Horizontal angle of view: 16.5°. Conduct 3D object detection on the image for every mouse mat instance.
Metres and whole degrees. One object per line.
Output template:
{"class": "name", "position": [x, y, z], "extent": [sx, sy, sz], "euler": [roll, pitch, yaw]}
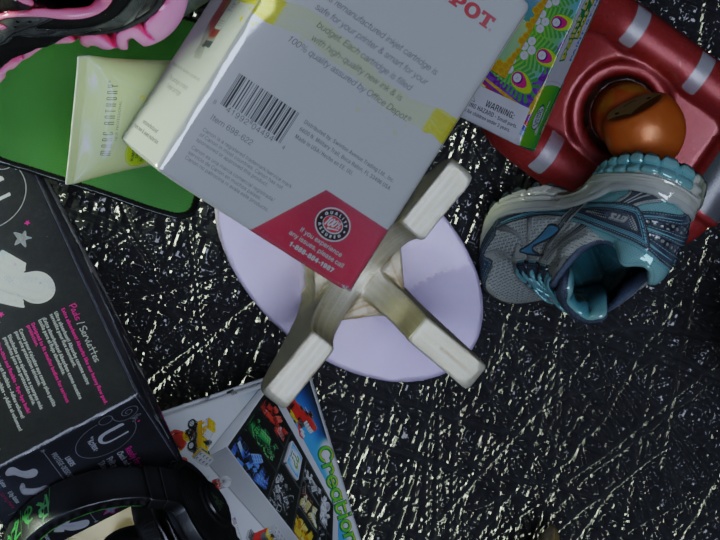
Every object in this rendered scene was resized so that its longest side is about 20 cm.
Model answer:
{"class": "mouse mat", "position": [-0.182, -0.119, 1.507], "extent": [0.199, 0.162, 0.008], "euler": [18, 141, -12]}

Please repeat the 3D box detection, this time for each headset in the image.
{"class": "headset", "position": [-0.113, 0.179, 1.471], "extent": [0.199, 0.094, 0.124], "euler": [10, 134, -33]}

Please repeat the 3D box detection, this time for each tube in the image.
{"class": "tube", "position": [-0.093, -0.096, 1.487], "extent": [0.199, 0.052, 0.058], "euler": [-8, 73, -42]}

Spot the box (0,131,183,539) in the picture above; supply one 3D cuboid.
{"class": "box", "position": [-0.200, 0.044, 1.487], "extent": [0.114, 0.132, 0.201], "euler": [-26, 62, -2]}

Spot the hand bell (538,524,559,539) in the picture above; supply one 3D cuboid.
{"class": "hand bell", "position": [0.042, 0.238, 1.644], "extent": [0.199, 0.104, 0.105], "euler": [-11, 103, 6]}

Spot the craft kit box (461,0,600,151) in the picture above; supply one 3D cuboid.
{"class": "craft kit box", "position": [0.058, -0.204, 1.518], "extent": [0.199, 0.048, 0.199], "euler": [26, 95, 19]}

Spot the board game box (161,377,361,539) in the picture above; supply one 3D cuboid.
{"class": "board game box", "position": [-0.062, 0.174, 1.580], "extent": [0.126, 0.035, 0.201], "euler": [-16, 89, -32]}

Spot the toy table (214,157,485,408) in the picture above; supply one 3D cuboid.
{"class": "toy table", "position": [0.000, 0.000, 1.562], "extent": [0.199, 0.117, 0.185], "euler": [27, 96, -12]}

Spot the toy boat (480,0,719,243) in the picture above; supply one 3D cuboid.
{"class": "toy boat", "position": [0.167, -0.097, 1.559], "extent": [0.199, 0.131, 0.131], "euler": [33, 95, -14]}

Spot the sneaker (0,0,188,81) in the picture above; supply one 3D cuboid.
{"class": "sneaker", "position": [-0.201, -0.151, 1.410], "extent": [0.199, 0.095, 0.080], "euler": [-17, 84, 11]}

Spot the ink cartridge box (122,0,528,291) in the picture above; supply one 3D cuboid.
{"class": "ink cartridge box", "position": [-0.019, -0.115, 1.428], "extent": [0.145, 0.083, 0.201], "euler": [33, 91, -24]}

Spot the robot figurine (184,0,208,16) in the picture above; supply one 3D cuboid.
{"class": "robot figurine", "position": [-0.093, -0.228, 1.491], "extent": [0.199, 0.113, 0.170], "euler": [-32, 109, 12]}

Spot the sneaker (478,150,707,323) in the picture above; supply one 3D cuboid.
{"class": "sneaker", "position": [0.129, -0.008, 1.543], "extent": [0.077, 0.200, 0.087], "euler": [29, 61, -20]}

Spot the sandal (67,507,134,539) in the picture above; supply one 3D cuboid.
{"class": "sandal", "position": [-0.093, 0.191, 1.611], "extent": [0.210, 0.070, 0.078], "euler": [10, 100, -10]}
